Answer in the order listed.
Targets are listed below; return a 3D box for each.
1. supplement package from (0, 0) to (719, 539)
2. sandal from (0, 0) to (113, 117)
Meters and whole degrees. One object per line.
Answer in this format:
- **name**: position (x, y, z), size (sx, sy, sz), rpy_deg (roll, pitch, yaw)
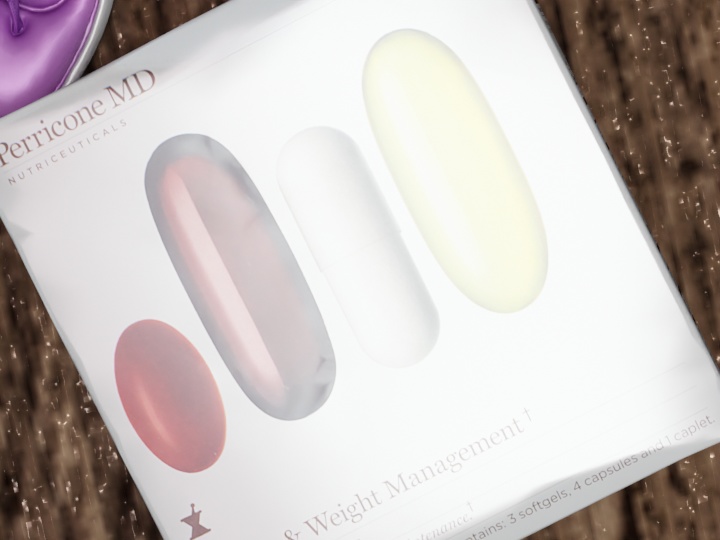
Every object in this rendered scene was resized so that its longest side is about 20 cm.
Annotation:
- **supplement package**: position (0.000, 0.000, 0.969), size (0.191, 0.147, 0.201), rpy_deg (-27, 92, 3)
- **sandal**: position (-0.121, -0.152, 1.016), size (0.082, 0.050, 0.204), rpy_deg (13, 91, 2)
